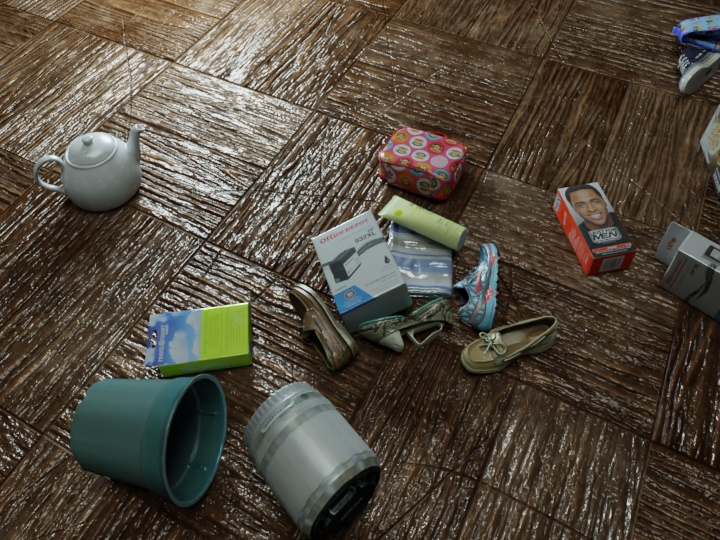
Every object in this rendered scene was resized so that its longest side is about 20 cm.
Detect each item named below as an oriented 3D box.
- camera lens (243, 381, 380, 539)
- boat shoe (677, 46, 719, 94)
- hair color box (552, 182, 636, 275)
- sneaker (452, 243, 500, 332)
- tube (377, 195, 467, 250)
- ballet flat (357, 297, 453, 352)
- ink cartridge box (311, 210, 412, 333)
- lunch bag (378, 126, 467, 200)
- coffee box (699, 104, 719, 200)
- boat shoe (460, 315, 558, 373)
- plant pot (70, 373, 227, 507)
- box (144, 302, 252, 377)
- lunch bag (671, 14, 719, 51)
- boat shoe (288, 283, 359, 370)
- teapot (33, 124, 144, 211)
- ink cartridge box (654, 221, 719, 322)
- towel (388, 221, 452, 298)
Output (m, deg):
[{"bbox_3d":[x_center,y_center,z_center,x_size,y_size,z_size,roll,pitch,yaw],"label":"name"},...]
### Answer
[{"bbox_3d":[-0.075,0.301,0.984,0.158,0.162,0.200,-34,58,-23],"label":"camera lens"},{"bbox_3d":[0.890,-0.544,1.674,0.197,0.076,0.092,-31,50,-30],"label":"boat shoe"},{"bbox_3d":[0.501,-0.093,1.335,0.098,0.062,0.204,-10,52,-5],"label":"hair color box"},{"bbox_3d":[0.233,0.023,1.243,0.092,0.081,0.204,5,52,9],"label":"sneaker"},{"bbox_3d":[0.136,-0.106,1.342,0.196,0.058,0.053,28,101,25],"label":"tube"},{"bbox_3d":[0.094,0.113,1.192,0.194,0.068,0.077,-16,68,-13],"label":"ballet flat"},{"bbox_3d":[0.000,0.000,1.248,0.142,0.084,0.203,-24,54,1],"label":"ink cartridge box"},{"bbox_3d":[0.152,-0.267,1.468,0.195,0.083,0.178,22,55,18],"label":"lunch bag"},{"bbox_3d":[0.868,-0.273,1.430,0.077,0.116,0.205,5,53,5],"label":"coffee box"},{"bbox_3d":[0.280,0.132,1.166,0.194,0.064,0.074,-20,54,-12],"label":"boat shoe"},{"bbox_3d":[-0.349,0.264,1.013,0.189,0.203,0.204,4,51,14],"label":"plant pot"},{"bbox_3d":[-0.309,0.133,1.194,0.193,0.048,0.125,-7,51,-3],"label":"box"},{"bbox_3d":[0.985,-0.672,1.739,0.194,0.096,0.152,12,38,17],"label":"lunch bag"},{"bbox_3d":[-0.087,0.106,1.192,0.067,0.073,0.200,-32,58,-23],"label":"boat shoe"},{"bbox_3d":[-0.617,-0.248,1.436,0.191,0.148,0.204,12,54,11],"label":"teapot"},{"bbox_3d":[0.673,0.008,1.218,0.198,0.118,0.066,37,61,27],"label":"ink cartridge box"},{"bbox_3d":[0.126,-0.029,1.322,0.142,0.024,0.205,4,52,4],"label":"towel"}]
